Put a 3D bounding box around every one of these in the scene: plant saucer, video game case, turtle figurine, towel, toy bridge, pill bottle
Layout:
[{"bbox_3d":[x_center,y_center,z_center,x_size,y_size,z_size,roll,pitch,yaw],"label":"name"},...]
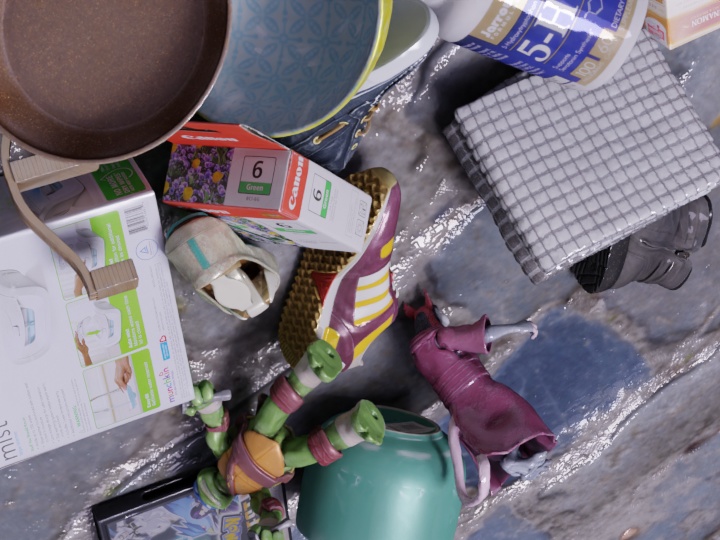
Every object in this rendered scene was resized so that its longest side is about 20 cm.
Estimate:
[{"bbox_3d":[-0.182,-0.172,0.924,0.198,0.037,0.203,0,89,6],"label":"plant saucer"},{"bbox_3d":[-0.151,0.277,1.284,0.179,0.026,0.202,-18,126,-18],"label":"video game case"},{"bbox_3d":[-0.089,0.156,1.124,0.193,0.145,0.199,-37,145,20],"label":"turtle figurine"},{"bbox_3d":[0.193,-0.100,1.154,0.198,0.167,0.086,-26,167,-16],"label":"towel"},{"bbox_3d":[-0.219,-0.074,0.951,0.067,0.202,0.027,-18,171,-16],"label":"toy bridge"},{"bbox_3d":[0.114,-0.227,1.051,0.198,0.120,0.121,16,111,-21],"label":"pill bottle"}]

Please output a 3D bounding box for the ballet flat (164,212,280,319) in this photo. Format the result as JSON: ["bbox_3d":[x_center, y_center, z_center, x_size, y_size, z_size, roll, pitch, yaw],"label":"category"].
[{"bbox_3d":[-0.102,0.011,1.066,0.067,0.063,0.200,-35,162,6],"label":"ballet flat"}]

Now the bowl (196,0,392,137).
[{"bbox_3d":[-0.057,-0.207,0.971,0.108,0.198,0.202,-41,150,-61],"label":"bowl"}]

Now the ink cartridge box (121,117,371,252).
[{"bbox_3d":[-0.084,-0.062,1.006,0.200,0.108,0.051,24,75,-61],"label":"ink cartridge box"}]

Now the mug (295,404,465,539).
[{"bbox_3d":[0.022,0.190,1.259,0.150,0.185,0.116,10,99,-4],"label":"mug"}]

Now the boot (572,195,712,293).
[{"bbox_3d":[0.289,-0.068,1.296,0.130,0.070,0.201,-5,132,-29],"label":"boot"}]

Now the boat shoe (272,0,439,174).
[{"bbox_3d":[-0.010,-0.138,1.051,0.199,0.072,0.091,-24,142,25],"label":"boat shoe"}]

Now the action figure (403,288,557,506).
[{"bbox_3d":[0.090,0.110,1.219,0.148,0.201,0.134,-27,160,-31],"label":"action figure"}]

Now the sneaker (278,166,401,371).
[{"bbox_3d":[0.000,0.000,1.174,0.089,0.075,0.201,5,123,-38],"label":"sneaker"}]

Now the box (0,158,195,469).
[{"bbox_3d":[-0.236,0.029,1.040,0.175,0.097,0.202,-19,126,-17],"label":"box"}]

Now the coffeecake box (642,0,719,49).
[{"bbox_3d":[0.298,-0.314,1.136,0.152,0.073,0.202,-24,127,-14],"label":"coffeecake box"}]
